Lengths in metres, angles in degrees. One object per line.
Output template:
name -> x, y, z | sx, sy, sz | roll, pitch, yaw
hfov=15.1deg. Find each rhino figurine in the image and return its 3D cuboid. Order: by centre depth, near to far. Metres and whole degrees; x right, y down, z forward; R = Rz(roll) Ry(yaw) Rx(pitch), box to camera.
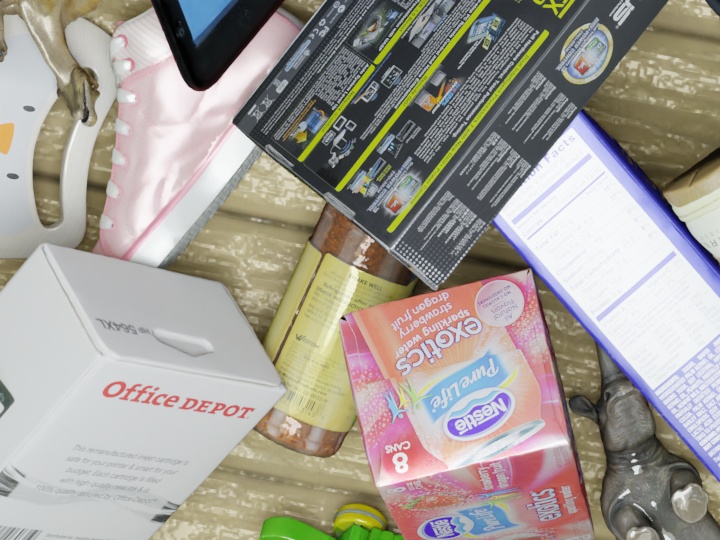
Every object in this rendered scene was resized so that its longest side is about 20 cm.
rhino figurine -> 0.160, 0.129, 1.469 | 0.059, 0.087, 0.201 | -22, 97, 1

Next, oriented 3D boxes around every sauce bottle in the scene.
sauce bottle -> 0.000, 0.000, 1.466 | 0.066, 0.066, 0.201 | 26, 102, 1

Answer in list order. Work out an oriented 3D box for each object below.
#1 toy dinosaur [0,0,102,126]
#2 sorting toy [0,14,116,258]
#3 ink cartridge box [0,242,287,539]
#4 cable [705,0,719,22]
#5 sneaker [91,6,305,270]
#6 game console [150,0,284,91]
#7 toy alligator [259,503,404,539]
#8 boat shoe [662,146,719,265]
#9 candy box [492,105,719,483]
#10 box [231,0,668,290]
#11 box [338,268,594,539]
toy dinosaur -> -0.172, -0.178, 1.452 | 0.058, 0.101, 0.201 | -2, 83, 44
sorting toy -> -0.225, -0.084, 1.479 | 0.179, 0.107, 0.201 | 11, 101, -16
ink cartridge box -> -0.159, 0.089, 1.436 | 0.200, 0.146, 0.084 | -47, 56, 22
cable -> 0.268, -0.180, 1.426 | 0.199, 0.051, 0.164 | 1, 99, 6
sneaker -> -0.111, -0.073, 1.469 | 0.104, 0.075, 0.201 | 38, 97, 0
game console -> -0.033, -0.214, 1.359 | 0.171, 0.119, 0.201 | -13, 128, 9
toy alligator -> 0.039, 0.179, 1.509 | 0.199, 0.060, 0.054 | 14, 142, 2
boat shoe -> 0.215, -0.042, 1.383 | 0.074, 0.200, 0.067 | -27, 91, 35
candy box -> 0.146, 0.005, 1.408 | 0.077, 0.169, 0.200 | -40, 93, 7
box -> 0.046, -0.110, 1.353 | 0.200, 0.160, 0.044 | -52, 133, 0
box -> 0.058, 0.083, 1.402 | 0.102, 0.200, 0.095 | -12, 70, 3
